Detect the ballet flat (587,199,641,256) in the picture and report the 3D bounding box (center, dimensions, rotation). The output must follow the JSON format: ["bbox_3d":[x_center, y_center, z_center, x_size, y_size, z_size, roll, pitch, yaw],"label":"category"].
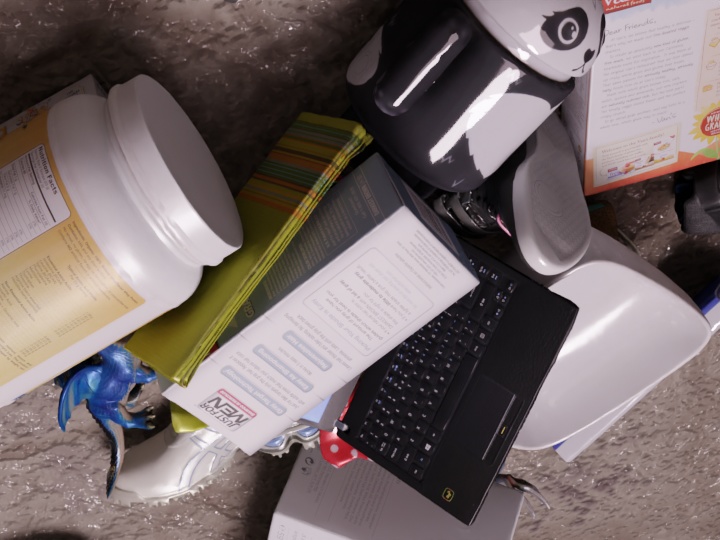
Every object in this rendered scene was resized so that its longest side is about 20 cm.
[{"bbox_3d":[0.208,0.013,1.231,0.072,0.068,0.201,-37,135,-11],"label":"ballet flat"}]

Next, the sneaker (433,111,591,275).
[{"bbox_3d":[0.101,-0.041,1.030,0.099,0.201,0.071,-36,115,25],"label":"sneaker"}]

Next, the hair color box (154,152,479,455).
[{"bbox_3d":[-0.032,0.025,0.959,0.199,0.061,0.099,-38,134,11],"label":"hair color box"}]

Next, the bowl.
[{"bbox_3d":[0.147,0.046,1.130,0.200,0.075,0.199,-38,138,23],"label":"bowl"}]

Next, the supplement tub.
[{"bbox_3d":[-0.188,-0.019,0.914,0.199,0.145,0.145,-29,138,9],"label":"supplement tub"}]

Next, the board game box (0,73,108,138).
[{"bbox_3d":[-0.233,-0.036,1.013,0.199,0.034,0.135,-27,138,7],"label":"board game box"}]

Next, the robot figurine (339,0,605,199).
[{"bbox_3d":[0.071,-0.132,0.965,0.124,0.151,0.200,34,118,-20],"label":"robot figurine"}]

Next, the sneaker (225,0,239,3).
[{"bbox_3d":[-0.019,-0.241,0.866,0.090,0.067,0.201,2,137,-27],"label":"sneaker"}]

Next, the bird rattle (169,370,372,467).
[{"bbox_3d":[-0.045,0.071,1.099,0.198,0.113,0.164,15,127,-5],"label":"bird rattle"}]

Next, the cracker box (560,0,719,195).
[{"bbox_3d":[0.215,-0.157,1.049,0.133,0.058,0.201,-15,139,-8],"label":"cracker box"}]

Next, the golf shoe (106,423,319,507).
[{"bbox_3d":[-0.126,0.120,1.207,0.198,0.078,0.098,-24,122,-5],"label":"golf shoe"}]

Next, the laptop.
[{"bbox_3d":[0.018,0.056,1.021,0.103,0.199,0.179,1,118,-62],"label":"laptop"}]

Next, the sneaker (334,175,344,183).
[{"bbox_3d":[0.000,0.000,1.113,0.083,0.077,0.200,-34,135,10],"label":"sneaker"}]

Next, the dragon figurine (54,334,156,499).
[{"bbox_3d":[-0.207,0.087,1.132,0.098,0.059,0.201,6,129,-25],"label":"dragon figurine"}]

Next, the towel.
[{"bbox_3d":[-0.073,-0.018,0.941,0.018,0.086,0.201,42,79,-29],"label":"towel"}]

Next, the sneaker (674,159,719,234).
[{"bbox_3d":[0.318,-0.057,1.200,0.111,0.074,0.200,-9,161,26],"label":"sneaker"}]

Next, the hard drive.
[{"bbox_3d":[0.257,0.077,1.278,0.200,0.025,0.132,-47,173,27],"label":"hard drive"}]

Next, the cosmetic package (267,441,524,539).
[{"bbox_3d":[0.019,0.266,1.299,0.198,0.123,0.201,18,133,5],"label":"cosmetic package"}]

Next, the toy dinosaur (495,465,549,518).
[{"bbox_3d":[0.109,0.184,1.346,0.198,0.105,0.183,-4,118,-4],"label":"toy dinosaur"}]
